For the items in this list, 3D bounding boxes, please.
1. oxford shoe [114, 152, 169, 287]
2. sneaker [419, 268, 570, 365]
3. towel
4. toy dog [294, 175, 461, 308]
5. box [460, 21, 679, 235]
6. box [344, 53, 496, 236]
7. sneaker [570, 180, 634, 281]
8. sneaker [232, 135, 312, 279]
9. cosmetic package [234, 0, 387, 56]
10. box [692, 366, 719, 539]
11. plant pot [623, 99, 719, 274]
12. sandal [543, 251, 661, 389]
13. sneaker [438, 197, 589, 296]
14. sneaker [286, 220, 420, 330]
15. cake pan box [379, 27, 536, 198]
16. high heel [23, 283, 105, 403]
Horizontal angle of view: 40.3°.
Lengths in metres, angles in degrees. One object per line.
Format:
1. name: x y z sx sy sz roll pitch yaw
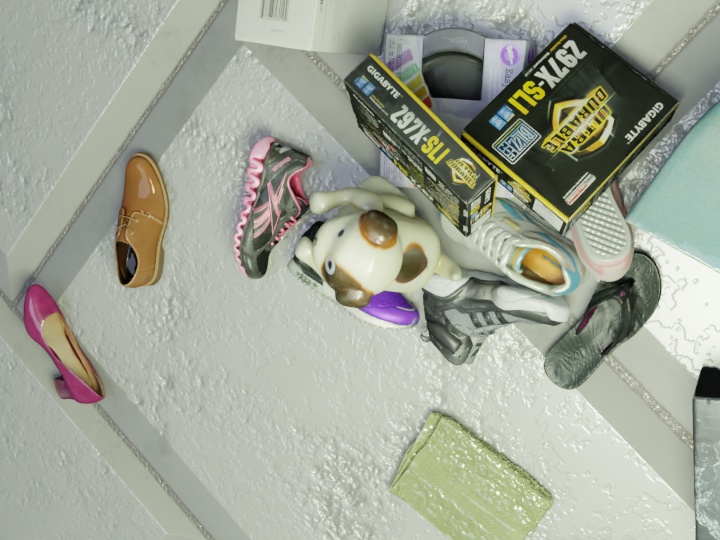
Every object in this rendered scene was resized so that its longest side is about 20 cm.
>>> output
1. oxford shoe: -0.326 -0.071 1.434 0.071 0.071 0.202 6 101 25
2. sneaker: 0.165 0.067 1.239 0.199 0.075 0.115 13 106 28
3. towel: 0.145 0.295 1.311 0.199 0.036 0.149 35 111 15
4. toy dog: 0.012 -0.017 1.160 0.193 0.200 0.140 36 105 13
5. box: 0.235 -0.164 1.113 0.160 0.049 0.200 42 77 16
6. box: 0.070 -0.139 1.127 0.049 0.160 0.200 -43 77 -1
7. sneaker: 0.275 -0.079 1.164 0.075 0.105 0.201 -15 63 12
8. sneaker: -0.114 -0.077 1.341 0.095 0.079 0.201 15 107 9
9. cosmetic package: -0.055 -0.311 1.192 0.107 0.200 0.085 13 104 24
10. box: 0.481 0.224 1.102 0.195 0.117 0.202 0 101 24
11. plant pot: 0.419 -0.089 1.034 0.196 0.196 0.201 31 101 16
12. sandal: 0.296 0.068 1.192 0.075 0.048 0.201 37 113 14
13. sneaker: 0.184 -0.035 1.205 0.199 0.081 0.077 27 111 19
14. sneaker: 0.000 0.000 1.300 0.199 0.069 0.100 30 108 16
15. cake pan box: 0.118 -0.198 1.220 0.183 0.052 0.202 9 104 20
16. high heel: -0.455 0.113 1.527 0.096 0.067 0.201 -3 114 34
